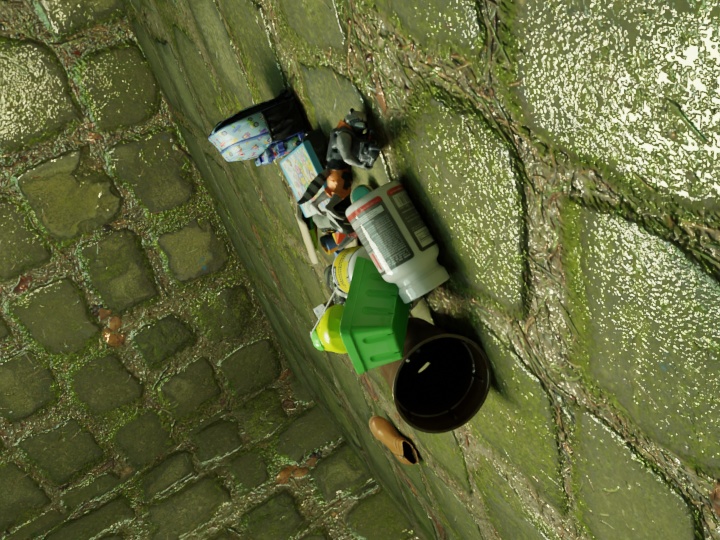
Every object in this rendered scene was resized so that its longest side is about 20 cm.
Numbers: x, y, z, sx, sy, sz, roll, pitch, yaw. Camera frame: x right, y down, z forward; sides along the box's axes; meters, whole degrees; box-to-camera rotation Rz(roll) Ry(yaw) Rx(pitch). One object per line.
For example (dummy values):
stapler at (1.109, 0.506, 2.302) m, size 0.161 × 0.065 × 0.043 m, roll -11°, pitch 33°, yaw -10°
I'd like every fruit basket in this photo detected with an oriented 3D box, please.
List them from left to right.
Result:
fruit basket at (-0.012, 0.091, 1.269) m, size 0.216 × 0.215 × 0.156 m, roll 43°, pitch 159°, yaw 46°

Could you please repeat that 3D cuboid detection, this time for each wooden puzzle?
wooden puzzle at (-0.133, -0.144, 1.679) m, size 0.185 × 0.037 × 0.200 m, roll 76°, pitch -176°, yaw -56°
wooden puzzle at (-0.061, -0.080, 1.659) m, size 0.185 × 0.046 × 0.200 m, roll 42°, pitch 157°, yaw 46°

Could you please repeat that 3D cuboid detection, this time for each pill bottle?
pill bottle at (0.000, 0.000, 1.493) m, size 0.112 × 0.112 × 0.200 m, roll 62°, pitch 164°, yaw -8°
pill bottle at (0.069, -0.049, 1.186) m, size 0.200 × 0.116 × 0.116 m, roll 60°, pitch 164°, yaw 1°

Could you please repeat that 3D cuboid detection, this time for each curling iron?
curling iron at (-0.018, -0.077, 1.496) m, size 0.026 × 0.050 × 0.200 m, roll 30°, pitch 160°, yaw -15°

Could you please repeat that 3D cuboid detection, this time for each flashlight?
flashlight at (-0.109, -0.242, 1.497) m, size 0.068 × 0.068 × 0.200 m, roll 57°, pitch 159°, yaw 18°

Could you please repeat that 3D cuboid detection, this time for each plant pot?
plant pot at (0.127, 0.192, 1.332) m, size 0.200 × 0.200 × 0.198 m, roll 66°, pitch 170°, yaw -20°

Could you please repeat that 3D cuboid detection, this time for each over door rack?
over door rack at (-0.052, 0.090, 1.663) m, size 0.067 × 0.148 × 0.200 m, roll 30°, pitch -164°, yaw 0°

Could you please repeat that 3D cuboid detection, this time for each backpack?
backpack at (-0.235, -0.305, 1.502) m, size 0.135 × 0.200 × 0.183 m, roll 66°, pitch 162°, yaw -13°

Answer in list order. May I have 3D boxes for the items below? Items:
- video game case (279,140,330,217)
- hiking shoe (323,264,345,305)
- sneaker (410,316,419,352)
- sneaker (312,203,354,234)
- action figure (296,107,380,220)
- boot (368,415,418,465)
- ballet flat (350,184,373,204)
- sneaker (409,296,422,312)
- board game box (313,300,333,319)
video game case at (-0.117, -0.195, 1.449) m, size 0.143 × 0.018 × 0.200 m, roll 64°, pitch 160°, yaw -7°
hiking shoe at (-0.039, 0.080, 1.825) m, size 0.200 × 0.076 × 0.101 m, roll 64°, pitch 167°, yaw -12°
sneaker at (0.061, 0.127, 1.538) m, size 0.200 × 0.108 × 0.070 m, roll 57°, pitch 163°, yaw 11°
sneaker at (-0.058, -0.113, 1.502) m, size 0.200 × 0.074 × 0.079 m, roll -136°, pitch 53°, yaw -61°
action figure at (-0.030, -0.188, 1.145) m, size 0.105 × 0.194 × 0.200 m, roll 19°, pitch -179°, yaw -8°
boot at (0.114, 0.576, 2.237) m, size 0.200 × 0.077 × 0.155 m, roll 57°, pitch 166°, yaw 1°
ballet flat at (0.050, -0.086, 1.313) m, size 0.200 × 0.067 × 0.062 m, roll 61°, pitch -168°, yaw 8°
sneaker at (0.051, 0.086, 1.405) m, size 0.200 × 0.080 × 0.074 m, roll -26°, pitch 89°, yaw 35°
board game box at (-0.061, 0.148, 1.920) m, size 0.135 × 0.034 × 0.200 m, roll 59°, pitch -166°, yaw 3°
